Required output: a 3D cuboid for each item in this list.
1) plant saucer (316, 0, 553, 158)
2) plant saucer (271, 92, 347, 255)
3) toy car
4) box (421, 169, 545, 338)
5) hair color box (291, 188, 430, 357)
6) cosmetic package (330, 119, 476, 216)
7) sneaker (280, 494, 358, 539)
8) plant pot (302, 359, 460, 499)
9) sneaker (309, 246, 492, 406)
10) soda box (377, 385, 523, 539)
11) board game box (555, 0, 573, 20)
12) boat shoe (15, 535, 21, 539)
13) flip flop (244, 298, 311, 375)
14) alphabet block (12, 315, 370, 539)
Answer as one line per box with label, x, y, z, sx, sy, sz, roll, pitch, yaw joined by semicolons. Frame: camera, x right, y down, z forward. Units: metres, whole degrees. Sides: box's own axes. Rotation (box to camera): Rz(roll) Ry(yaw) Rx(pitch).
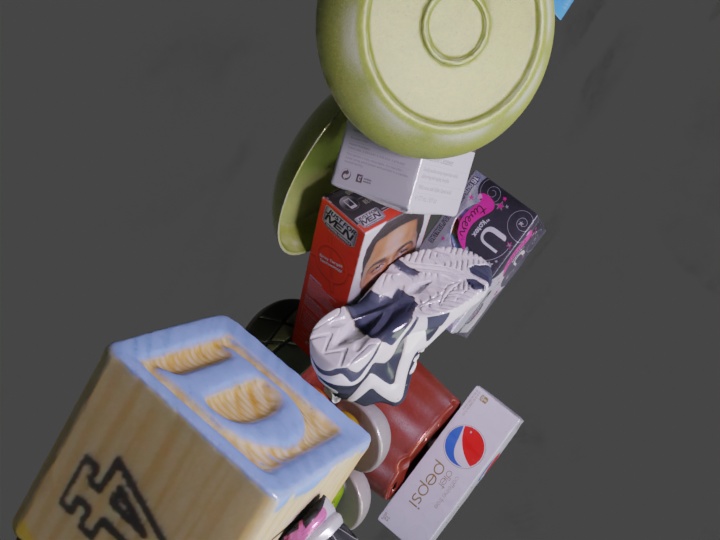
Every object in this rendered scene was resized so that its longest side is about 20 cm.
plant saucer;0.065;-0.182;0.779;0.201;0.200;0.031;-52;-155;-2
plant saucer;-0.019;-0.105;0.956;0.200;0.031;0.200;-47;162;-19
toy car;-0.075;0.212;1.136;0.174;0.150;0.202;-19;135;-44
box;0.156;-0.018;1.468;0.201;0.114;0.132;-55;164;4
hair color box;0.000;0.000;1.024;0.101;0.061;0.201;-30;149;-35
cosmetic package;0.056;-0.153;0.872;0.113;0.081;0.202;-4;112;-63
sneaker;-0.043;0.289;0.911;0.080;0.086;0.201;-37;158;-39
plant pot;0.005;0.158;1.270;0.201;0.195;0.201;-47;163;-19
sneaker;0.039;0.064;1.014;0.198;0.079;0.130;-36;154;-23
soda box;0.110;0.238;1.254;0.201;0.068;0.064;-53;164;1
board game box;0.237;-0.373;1.093;0.201;0.040;0.153;-57;163;13
boat shoe;-0.262;0.266;0.982;0.199;0.070;0.071;3;116;-61
flip flop;-0.114;0.112;1.082;0.201;0.081;0.057;-56;-159;-17
alphabet block;-0.144;0.184;0.914;0.201;0.196;0.195;-58;162;19
